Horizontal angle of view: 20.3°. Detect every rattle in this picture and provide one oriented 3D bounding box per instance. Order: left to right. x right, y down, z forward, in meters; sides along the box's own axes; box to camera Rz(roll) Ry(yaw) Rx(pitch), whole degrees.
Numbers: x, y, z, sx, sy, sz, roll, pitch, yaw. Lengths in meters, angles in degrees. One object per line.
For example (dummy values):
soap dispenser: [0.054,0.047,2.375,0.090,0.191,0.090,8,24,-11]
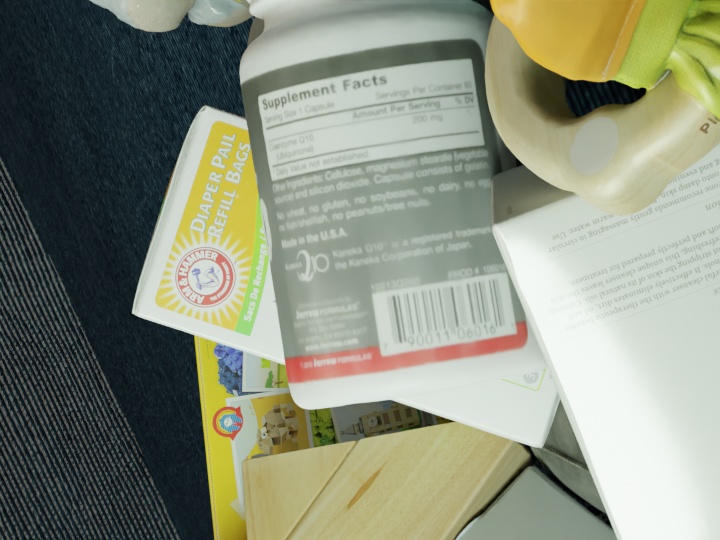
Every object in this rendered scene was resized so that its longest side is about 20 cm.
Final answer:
rattle: [0.055,-0.122,0.717,0.130,0.142,0.200,-57,39,35]

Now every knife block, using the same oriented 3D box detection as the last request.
knife block: [-0.001,0.179,1.041,0.064,0.199,0.176,44,-143,-69]

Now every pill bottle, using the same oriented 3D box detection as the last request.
pill bottle: [0.011,-0.049,0.846,0.114,0.113,0.201,164,97,-75]

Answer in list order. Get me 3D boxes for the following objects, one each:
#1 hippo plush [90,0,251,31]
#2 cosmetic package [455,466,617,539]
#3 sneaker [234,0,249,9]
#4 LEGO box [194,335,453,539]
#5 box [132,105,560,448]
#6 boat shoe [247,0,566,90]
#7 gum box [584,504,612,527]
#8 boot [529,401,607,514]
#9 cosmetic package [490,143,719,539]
hippo plush: [-0.134,-0.248,1.223,0.199,0.159,0.161,21,113,26]
cosmetic package: [0.126,0.206,1.015,0.200,0.107,0.090,38,155,27]
sneaker: [-0.065,-0.208,1.083,0.076,0.076,0.200,17,146,15]
LEGO box: [-0.015,0.077,1.154,0.077,0.148,0.201,79,-176,-75]
box: [0.000,0.000,0.959,0.112,0.199,0.102,-148,76,-83]
boat shoe: [0.032,-0.105,0.989,0.200,0.064,0.071,17,102,44]
gum box: [0.112,0.252,1.111,0.200,0.170,0.045,61,164,13]
boot: [0.132,0.067,0.955,0.200,0.072,0.182,-134,22,-65]
cosmetic package: [0.133,0.045,0.777,0.085,0.107,0.201,-79,-31,-74]
